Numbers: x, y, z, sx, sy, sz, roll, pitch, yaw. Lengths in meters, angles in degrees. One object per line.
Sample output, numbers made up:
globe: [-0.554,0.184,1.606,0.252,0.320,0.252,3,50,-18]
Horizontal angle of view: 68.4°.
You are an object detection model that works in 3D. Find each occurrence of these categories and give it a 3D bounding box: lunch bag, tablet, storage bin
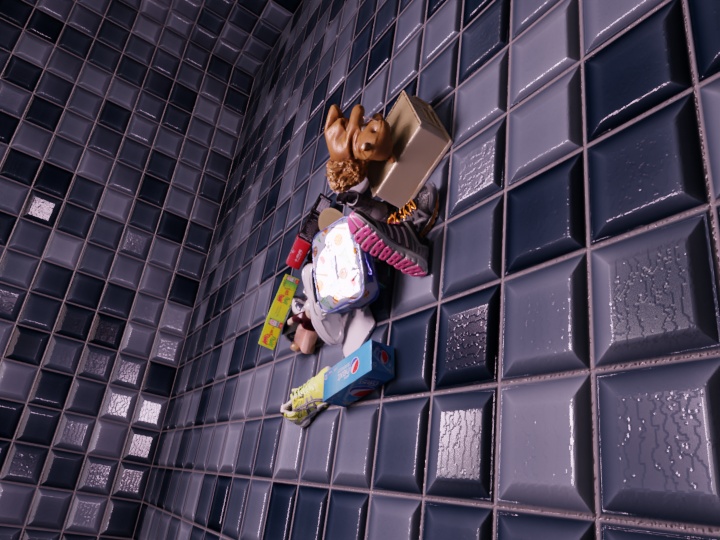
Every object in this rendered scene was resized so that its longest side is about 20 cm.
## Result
lunch bag: [-0.031,-0.007,1.178,0.157,0.074,0.208,-24,69,36]
tablet: [-0.021,0.121,1.289,0.133,0.013,0.202,-60,28,20]
storage bin: [0.100,-0.285,1.248,0.202,0.091,0.202,-55,30,29]

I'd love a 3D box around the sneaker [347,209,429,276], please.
sneaker: [0.063,-0.071,1.075,0.074,0.196,0.090,-39,22,59]

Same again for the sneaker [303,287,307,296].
sneaker: [-0.088,0.063,1.362,0.198,0.079,0.079,-6,60,65]

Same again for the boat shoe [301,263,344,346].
boat shoe: [-0.089,0.083,1.252,0.206,0.072,0.066,66,160,-3]

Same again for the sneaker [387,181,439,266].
sneaker: [0.099,-0.102,1.140,0.204,0.075,0.079,-58,27,20]

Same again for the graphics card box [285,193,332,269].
graphics card box: [-0.150,-0.116,1.560,0.127,0.049,0.204,-58,9,48]

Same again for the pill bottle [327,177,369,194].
pill bottle: [-0.034,-0.256,1.434,0.200,0.109,0.116,-122,56,-80]

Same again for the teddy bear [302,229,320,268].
teddy bear: [-0.109,-0.064,1.543,0.205,0.065,0.146,-62,10,18]

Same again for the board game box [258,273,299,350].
board game box: [-0.224,0.111,1.469,0.202,0.046,0.104,-78,11,-59]

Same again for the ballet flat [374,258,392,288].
ballet flat: [0.000,0.000,1.247,0.195,0.072,0.076,4,74,45]

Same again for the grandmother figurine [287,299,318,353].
grandmother figurine: [-0.128,0.142,1.363,0.203,0.116,0.062,108,160,-48]

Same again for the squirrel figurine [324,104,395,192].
squirrel figurine: [0.000,-0.264,1.201,0.185,0.138,0.206,32,100,52]

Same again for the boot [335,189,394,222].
boot: [-0.010,-0.163,1.331,0.198,0.128,0.073,-3,69,62]

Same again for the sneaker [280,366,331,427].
sneaker: [-0.127,0.310,1.296,0.202,0.074,0.077,-55,28,26]

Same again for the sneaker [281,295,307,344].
sneaker: [-0.171,0.147,1.472,0.199,0.076,0.135,-166,89,-75]

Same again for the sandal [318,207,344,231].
sandal: [-0.038,-0.086,1.414,0.078,0.070,0.211,-46,48,-4]

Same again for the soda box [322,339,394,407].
soda box: [-0.007,0.224,1.134,0.199,0.062,0.070,-43,37,44]
